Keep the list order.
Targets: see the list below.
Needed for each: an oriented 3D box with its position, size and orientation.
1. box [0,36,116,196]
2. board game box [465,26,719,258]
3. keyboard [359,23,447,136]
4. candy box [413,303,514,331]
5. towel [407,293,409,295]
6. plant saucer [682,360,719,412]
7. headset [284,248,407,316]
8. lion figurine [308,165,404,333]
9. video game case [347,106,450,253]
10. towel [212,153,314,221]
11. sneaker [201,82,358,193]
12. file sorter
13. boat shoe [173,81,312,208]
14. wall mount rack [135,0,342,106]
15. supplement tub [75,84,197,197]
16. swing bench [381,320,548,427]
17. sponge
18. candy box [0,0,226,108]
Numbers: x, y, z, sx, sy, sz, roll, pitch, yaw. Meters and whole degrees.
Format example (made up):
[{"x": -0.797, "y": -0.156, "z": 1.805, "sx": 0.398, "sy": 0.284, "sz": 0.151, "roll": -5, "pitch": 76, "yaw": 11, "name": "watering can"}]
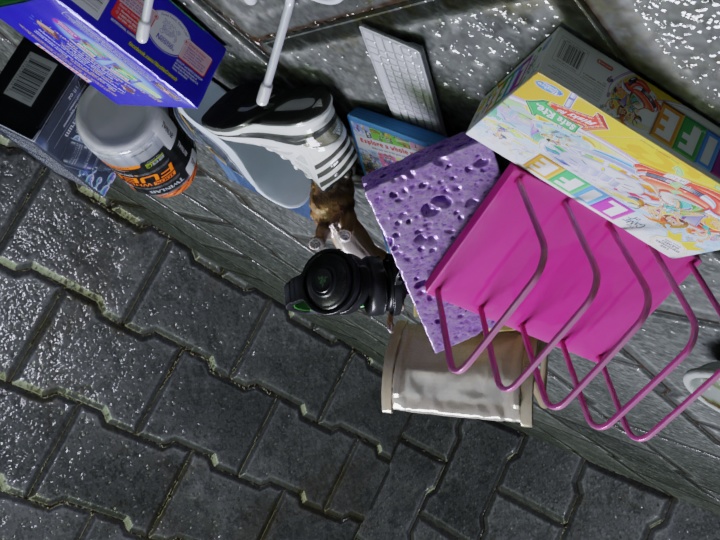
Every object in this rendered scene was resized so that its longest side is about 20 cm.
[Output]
[{"x": -0.419, "y": -0.224, "z": 1.049, "sx": 0.106, "sy": 0.150, "sz": 0.200, "roll": 25, "pitch": 170, "yaw": 13, "name": "box"}, {"x": 0.185, "y": -0.078, "z": 0.508, "sx": 0.198, "sy": 0.035, "sz": 0.134, "roll": 29, "pitch": 170, "yaw": -7, "name": "board game box"}, {"x": 0.045, "y": -0.142, "z": 0.630, "sx": 0.056, "sy": 0.011, "sz": 0.200, "roll": 24, "pitch": 169, "yaw": 21, "name": "keyboard"}, {"x": 0.164, "y": 0.042, "z": 0.965, "sx": 0.115, "sy": 0.057, "sz": 0.199, "roll": -1, "pitch": -179, "yaw": -24, "name": "candy box"}, {"x": 0.118, "y": 0.004, "z": 0.901, "sx": 0.142, "sy": 0.023, "sz": 0.200, "roll": -16, "pitch": -176, "yaw": -18, "name": "towel"}, {"x": 0.465, "y": 0.141, "z": 0.803, "sx": 0.198, "sy": 0.051, "sz": 0.200, "roll": 27, "pitch": 169, "yaw": 5, "name": "plant saucer"}, {"x": 0.000, "y": 0.000, "z": 0.753, "sx": 0.122, "sy": 0.096, "sz": 0.199, "roll": 3, "pitch": 165, "yaw": -37, "name": "headset"}, {"x": -0.003, "y": -0.031, "z": 0.881, "sx": 0.202, "sy": 0.072, "sz": 0.123, "roll": 62, "pitch": -162, "yaw": -23, "name": "lion figurine"}, {"x": 0.062, "y": -0.056, "z": 0.718, "sx": 0.142, "sy": 0.018, "sz": 0.202, "roll": 30, "pitch": 150, "yaw": 42, "name": "video game case"}, {"x": -0.105, "y": -0.124, "z": 1.004, "sx": 0.198, "sy": 0.049, "sz": 0.112, "roll": 27, "pitch": 170, "yaw": 10, "name": "towel"}, {"x": -0.084, "y": -0.131, "z": 0.771, "sx": 0.199, "sy": 0.076, "sz": 0.116, "roll": 15, "pitch": 148, "yaw": 44, "name": "sneaker"}, {"x": 0.176, "y": 0.036, "z": 0.589, "sx": 0.198, "sy": 0.140, "sz": 0.126, "roll": 22, "pitch": -146, "yaw": -18, "name": "file sorter"}, {"x": -0.144, "y": -0.155, "z": 0.893, "sx": 0.200, "sy": 0.071, "sz": 0.091, "roll": 44, "pitch": 169, "yaw": -16, "name": "boat shoe"}, {"x": -0.112, "y": -0.209, "z": 0.528, "sx": 0.198, "sy": 0.075, "sz": 0.174, "roll": 28, "pitch": 170, "yaw": 1, "name": "wall mount rack"}, {"x": -0.307, "y": -0.183, "z": 1.033, "sx": 0.121, "sy": 0.124, "sz": 0.200, "roll": 25, "pitch": 170, "yaw": 11, "name": "supplement tub"}, {"x": 0.153, "y": 0.130, "z": 1.002, "sx": 0.196, "sy": 0.132, "sz": 0.200, "roll": 2, "pitch": 177, "yaw": 21, "name": "swing bench"}, {"x": 0.085, "y": -0.020, "z": 0.646, "sx": 0.030, "sy": 0.110, "sz": 0.201, "roll": -104, "pitch": -10, "yaw": -53, "name": "sponge"}, {"x": -0.259, "y": -0.244, "z": 0.738, "sx": 0.199, "sy": 0.078, "sz": 0.169, "roll": 15, "pitch": 165, "yaw": 46, "name": "candy box"}]
